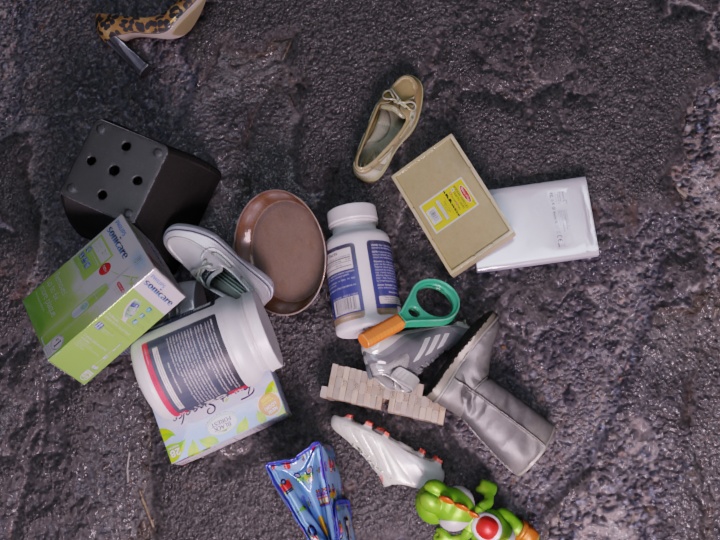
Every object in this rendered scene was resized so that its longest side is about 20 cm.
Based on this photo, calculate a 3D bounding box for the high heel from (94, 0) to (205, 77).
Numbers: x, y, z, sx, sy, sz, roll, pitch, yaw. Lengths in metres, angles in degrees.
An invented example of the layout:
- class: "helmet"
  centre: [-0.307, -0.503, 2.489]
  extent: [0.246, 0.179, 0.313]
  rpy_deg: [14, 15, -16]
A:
- class: "high heel"
  centre: [-0.372, -0.461, 1.591]
  extent: [0.143, 0.071, 0.200]
  rpy_deg: [44, 94, 6]

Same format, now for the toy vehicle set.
- class: "toy vehicle set"
  centre: [0.150, -0.107, 1.472]
  extent: [0.124, 0.026, 0.201]
  rpy_deg: [-33, 72, 10]

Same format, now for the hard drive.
- class: "hard drive"
  centre: [0.279, -0.075, 1.475]
  extent: [0.197, 0.025, 0.134]
  rpy_deg: [-8, 77, 3]

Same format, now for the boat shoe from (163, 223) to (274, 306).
- class: "boat shoe"
  centre: [-0.228, -0.004, 1.421]
  extent: [0.198, 0.067, 0.074]
  rpy_deg: [28, 122, -2]

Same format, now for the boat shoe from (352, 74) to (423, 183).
- class: "boat shoe"
  centre: [0.046, -0.244, 1.513]
  extent: [0.073, 0.063, 0.202]
  rpy_deg: [30, 82, 10]

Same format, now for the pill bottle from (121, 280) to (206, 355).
- class: "pill bottle"
  centre: [-0.353, 0.072, 1.453]
  extent: [0.197, 0.120, 0.121]
  rpy_deg: [-8, 77, 3]

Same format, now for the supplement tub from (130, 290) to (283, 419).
- class: "supplement tub"
  centre: [-0.229, 0.124, 1.351]
  extent: [0.198, 0.140, 0.142]
  rpy_deg: [-22, 77, 0]

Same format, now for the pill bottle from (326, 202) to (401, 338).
- class: "pill bottle"
  centre: [0.000, 0.000, 1.440]
  extent: [0.109, 0.111, 0.203]
  rpy_deg: [-10, 77, 3]

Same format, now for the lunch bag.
- class: "lunch bag"
  centre: [-0.056, 0.368, 1.345]
  extent: [0.093, 0.151, 0.202]
  rpy_deg: [-23, 77, 0]

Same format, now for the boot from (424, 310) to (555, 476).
- class: "boot"
  centre: [0.219, 0.187, 1.375]
  extent: [0.199, 0.073, 0.183]
  rpy_deg: [36, 93, -1]

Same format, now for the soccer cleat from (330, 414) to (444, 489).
- class: "soccer cleat"
  centre: [0.035, 0.290, 1.399]
  extent: [0.198, 0.069, 0.078]
  rpy_deg: [27, 84, 7]

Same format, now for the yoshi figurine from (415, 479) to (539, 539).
- class: "yoshi figurine"
  centre: [0.161, 0.371, 1.350]
  extent: [0.199, 0.113, 0.112]
  rpy_deg: [35, 122, -16]

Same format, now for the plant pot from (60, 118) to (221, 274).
- class: "plant pot"
  centre: [-0.370, -0.134, 1.470]
  extent: [0.198, 0.178, 0.202]
  rpy_deg: [23, 81, 8]

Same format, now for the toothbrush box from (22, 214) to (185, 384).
- class: "toothbrush box"
  centre: [-0.379, 0.041, 1.327]
  extent: [0.199, 0.086, 0.146]
  rpy_deg: [-40, 49, -2]

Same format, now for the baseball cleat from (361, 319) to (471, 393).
- class: "baseball cleat"
  centre: [0.092, 0.135, 1.400]
  extent: [0.197, 0.070, 0.108]
  rpy_deg: [-5, 77, -24]

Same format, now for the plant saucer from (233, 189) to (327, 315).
- class: "plant saucer"
  centre: [-0.123, -0.030, 1.454]
  extent: [0.198, 0.034, 0.203]
  rpy_deg: [7, 101, 37]

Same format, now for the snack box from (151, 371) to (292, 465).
- class: "snack box"
  centre: [-0.232, 0.193, 1.442]
  extent: [0.198, 0.068, 0.170]
  rpy_deg: [-23, 76, 1]

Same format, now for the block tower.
- class: "block tower"
  centre: [0.039, 0.195, 1.425]
  extent: [0.197, 0.054, 0.059]
  rpy_deg: [10, 78, 7]

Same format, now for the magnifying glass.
- class: "magnifying glass"
  centre: [0.075, 0.068, 1.375]
  extent: [0.199, 0.023, 0.080]
  rpy_deg: [-27, 65, -35]
